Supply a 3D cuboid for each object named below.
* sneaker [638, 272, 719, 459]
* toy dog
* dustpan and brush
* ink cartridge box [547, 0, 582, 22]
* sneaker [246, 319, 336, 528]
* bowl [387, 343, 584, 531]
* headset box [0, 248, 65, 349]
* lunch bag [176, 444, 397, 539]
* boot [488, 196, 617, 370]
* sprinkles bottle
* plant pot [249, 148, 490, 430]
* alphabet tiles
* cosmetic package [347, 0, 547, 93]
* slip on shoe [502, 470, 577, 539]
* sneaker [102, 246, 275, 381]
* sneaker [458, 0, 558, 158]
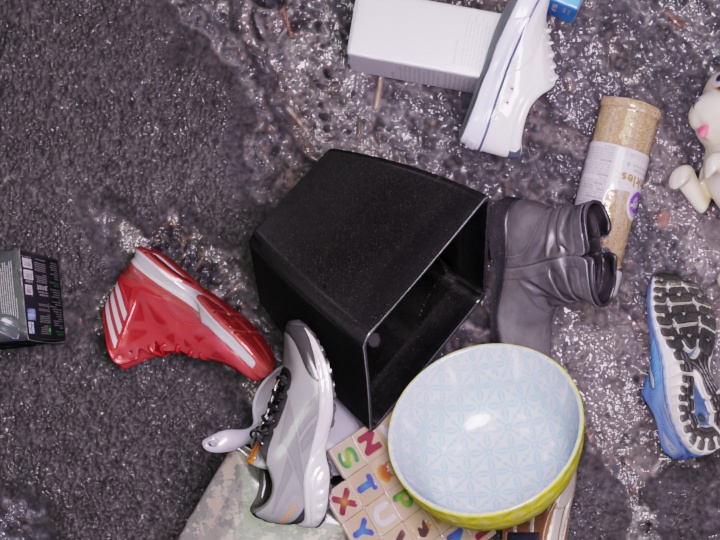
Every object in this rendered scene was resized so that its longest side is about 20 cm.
[{"bbox_3d":[0.317,0.099,1.696,0.078,0.089,0.202,8,65,-22],"label":"sneaker"},{"bbox_3d":[0.410,-0.113,1.678,0.192,0.140,0.202,-25,87,-12],"label":"toy dog"},{"bbox_3d":[-0.077,0.154,1.660,0.057,0.199,0.140,-43,66,29],"label":"dustpan and brush"},{"bbox_3d":[0.156,-0.355,1.732,0.198,0.067,0.117,22,88,4],"label":"ink cartridge box"},{"bbox_3d":[-0.068,0.148,1.584,0.078,0.074,0.203,1,94,-17],"label":"sneaker"},{"bbox_3d":[0.134,0.185,1.659,0.197,0.108,0.202,-9,50,11],"label":"bowl"},{"bbox_3d":[-0.418,0.039,1.681,0.197,0.174,0.094,-6,86,1],"label":"headset box"},{"bbox_3d":[-0.076,0.286,1.684,0.199,0.118,0.165,31,91,8],"label":"lunch bag"},{"bbox_3d":[0.196,0.026,1.659,0.131,0.069,0.202,10,118,43],"label":"boot"},{"bbox_3d":[0.257,-0.077,1.714,0.067,0.068,0.203,14,88,3],"label":"sprinkles bottle"},{"bbox_3d":[0.000,0.000,1.645,0.177,0.201,0.200,33,67,19],"label":"plant pot"},{"bbox_3d":[0.054,0.225,1.672,0.199,0.006,0.167,-28,85,-42],"label":"alphabet tiles"},{"bbox_3d":[0.089,-0.232,1.712,0.197,0.101,0.072,10,87,2],"label":"cosmetic package"},{"bbox_3d":[0.187,0.265,1.707,0.075,0.060,0.202,-3,68,32],"label":"slip on shoe"},{"bbox_3d":[-0.186,0.076,1.723,0.200,0.078,0.116,40,99,22],"label":"sneaker"},{"bbox_3d":[0.162,-0.208,1.629,0.070,0.073,0.202,20,97,-6],"label":"sneaker"}]
